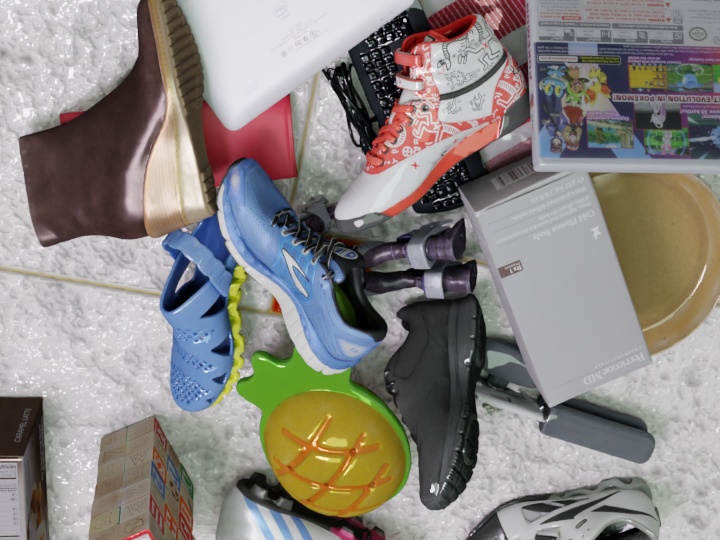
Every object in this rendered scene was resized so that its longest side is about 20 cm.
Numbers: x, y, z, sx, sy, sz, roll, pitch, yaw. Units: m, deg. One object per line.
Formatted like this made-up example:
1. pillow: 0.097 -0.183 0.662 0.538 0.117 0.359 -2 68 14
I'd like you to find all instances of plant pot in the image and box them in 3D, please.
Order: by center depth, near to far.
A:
1. plant pot: 0.237 -0.012 1.338 0.198 0.028 0.202 -2 114 -4

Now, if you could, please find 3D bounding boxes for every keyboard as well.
1. keyboard: 0.033 -0.131 1.254 0.103 0.040 0.201 -16 114 18

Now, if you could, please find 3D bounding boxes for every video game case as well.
1. video game case: 0.235 -0.171 1.215 0.198 0.023 0.184 0 81 -10

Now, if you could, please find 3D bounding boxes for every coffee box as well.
1. coffee box: -0.334 0.230 1.352 0.079 0.115 0.202 1 112 -4

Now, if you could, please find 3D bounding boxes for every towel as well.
1. towel: 0.137 -0.176 1.263 0.143 0.023 0.201 -29 112 7

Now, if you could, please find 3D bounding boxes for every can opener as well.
1. can opener: 0.188 0.127 1.378 0.198 0.053 0.067 23 109 -13

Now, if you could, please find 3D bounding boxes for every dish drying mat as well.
1. dish drying mat: -0.156 -0.108 1.274 0.198 0.018 0.078 -5 112 -1

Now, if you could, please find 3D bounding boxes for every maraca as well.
1. maraca: -0.031 0.144 1.336 0.136 0.107 0.201 -18 120 16

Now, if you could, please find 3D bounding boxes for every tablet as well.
1. tablet: -0.068 -0.221 1.215 0.199 0.014 0.131 -34 101 15

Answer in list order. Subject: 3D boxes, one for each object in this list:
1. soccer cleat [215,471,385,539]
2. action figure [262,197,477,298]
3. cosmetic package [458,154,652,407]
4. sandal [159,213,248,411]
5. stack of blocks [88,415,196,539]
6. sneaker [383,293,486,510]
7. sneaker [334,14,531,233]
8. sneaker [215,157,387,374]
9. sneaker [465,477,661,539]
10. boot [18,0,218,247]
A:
1. soccer cleat: -0.047 0.269 1.413 0.199 0.070 0.087 27 100 -6
2. action figure: 0.000 0.000 1.305 0.198 0.070 0.131 -5 121 14
3. cosmetic package: 0.170 0.004 1.279 0.106 0.090 0.201 -24 110 1
4. sandal: -0.144 0.030 1.287 0.079 0.087 0.202 21 110 36
5. stack of blocks: -0.188 0.232 1.316 0.058 0.200 0.116 -22 113 3
6. sneaker: 0.062 0.117 1.312 0.090 0.202 0.076 0 150 14
7. sneaker: 0.040 -0.126 1.213 0.201 0.067 0.108 -35 113 -3
8. sneaker: -0.042 -0.013 1.229 0.089 0.079 0.201 -27 104 37
9. sneaker: 0.193 0.263 1.419 0.198 0.089 0.075 -20 114 6
10. boot: -0.212 -0.123 1.218 0.165 0.072 0.202 -7 97 15
